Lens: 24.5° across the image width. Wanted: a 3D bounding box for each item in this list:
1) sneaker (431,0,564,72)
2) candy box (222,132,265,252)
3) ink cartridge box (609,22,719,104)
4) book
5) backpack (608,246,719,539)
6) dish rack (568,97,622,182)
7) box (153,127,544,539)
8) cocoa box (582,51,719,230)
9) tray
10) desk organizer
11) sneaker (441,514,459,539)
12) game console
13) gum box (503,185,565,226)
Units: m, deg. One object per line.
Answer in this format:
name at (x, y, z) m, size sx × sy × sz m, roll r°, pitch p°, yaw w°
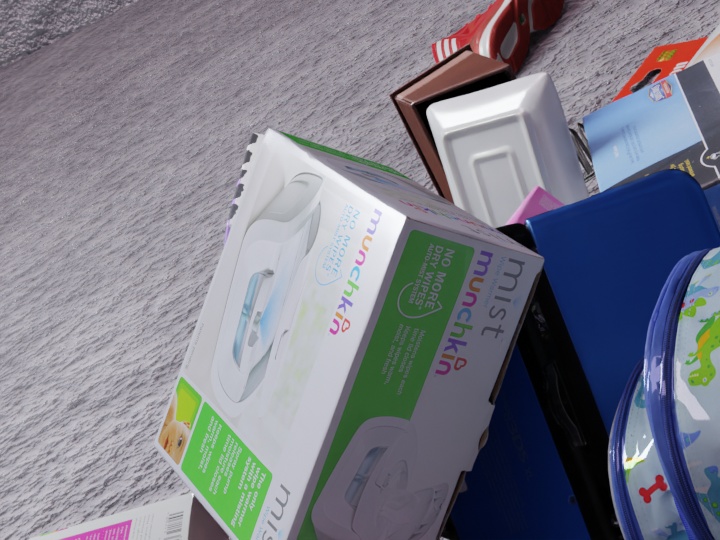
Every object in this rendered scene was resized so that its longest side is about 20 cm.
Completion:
sneaker at (0.139, -0.272, 1.801) m, size 0.115 × 0.079 × 0.200 m, roll -10°, pitch 28°, yaw 38°
candy box at (-0.076, 0.005, 1.337) m, size 0.071 × 0.170 × 0.201 m, roll 10°, pitch 25°, yaw -3°
ink cartridge box at (0.306, -0.194, 1.452) m, size 0.198 × 0.050 × 0.162 m, roll -5°, pitch 32°, yaw 41°
book at (-0.152, 0.215, 0.999) m, size 0.199 × 0.048 × 0.135 m, roll -21°, pitch 58°, yaw 48°
backpack at (0.199, 0.085, 0.764) m, size 0.146 × 0.201 × 0.184 m, roll -16°, pitch 26°, yaw 31°
dish rack at (0.172, -0.090, 1.306) m, size 0.199 × 0.055 × 0.153 m, roll -33°, pitch 0°, yaw 26°
box at (-0.011, 0.050, 0.898) m, size 0.176 × 0.096 × 0.202 m, roll 37°, pitch 109°, yaw 57°
cocoa box at (0.234, -0.039, 1.084) m, size 0.130 × 0.134 × 0.201 m, roll -24°, pitch 22°, yaw 13°
tray at (0.110, -0.025, 1.127) m, size 0.107 × 0.202 × 0.022 m, roll -11°, pitch 10°, yaw 40°
desk organizer at (0.105, -0.054, 1.196) m, size 0.071 × 0.201 × 0.077 m, roll -32°, pitch 23°, yaw -9°
sneaker at (0.128, 0.105, 1.006) m, size 0.198 × 0.067 × 0.091 m, roll -23°, pitch 18°, yaw 8°
game console at (0.128, 0.071, 0.929) m, size 0.117 × 0.202 × 0.170 m, roll -12°, pitch -12°, yaw -41°
gum box at (0.072, 0.055, 1.068) m, size 0.201 × 0.066 × 0.114 m, roll -55°, pitch -1°, yaw 43°
